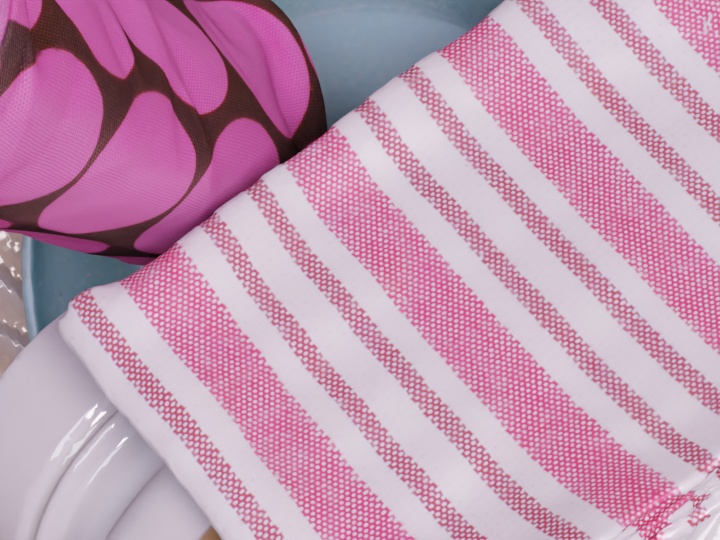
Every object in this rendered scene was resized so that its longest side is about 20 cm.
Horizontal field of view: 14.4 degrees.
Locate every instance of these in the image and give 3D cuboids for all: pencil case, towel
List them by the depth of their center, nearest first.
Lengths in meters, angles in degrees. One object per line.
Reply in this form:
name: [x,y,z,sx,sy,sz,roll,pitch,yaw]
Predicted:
towel: [0.041,0.004,0.704,0.200,0.030,0.146,-35,61,-16]
pencil case: [-0.082,-0.054,0.714,0.090,0.200,0.094,-3,84,19]

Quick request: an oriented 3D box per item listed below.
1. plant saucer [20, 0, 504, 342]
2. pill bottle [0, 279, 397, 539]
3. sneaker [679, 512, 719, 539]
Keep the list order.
plant saucer: [0.000,0.000,0.814,0.199,0.036,0.201,2,95,19]
pill bottle: [-0.010,0.095,0.736,0.200,0.114,0.115,41,105,26]
sneaker: [0.115,0.075,0.778,0.087,0.075,0.201,23,103,6]
